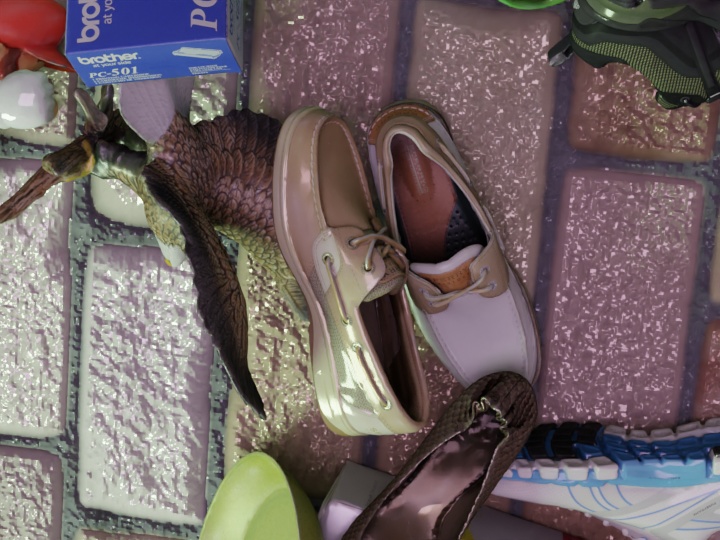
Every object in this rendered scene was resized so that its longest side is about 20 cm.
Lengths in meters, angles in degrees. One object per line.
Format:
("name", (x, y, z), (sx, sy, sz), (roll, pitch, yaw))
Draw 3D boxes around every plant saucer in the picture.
("plant saucer", (-0.064, 0.214, 1.061), (0.031, 0.200, 0.200), (10, 106, -22))

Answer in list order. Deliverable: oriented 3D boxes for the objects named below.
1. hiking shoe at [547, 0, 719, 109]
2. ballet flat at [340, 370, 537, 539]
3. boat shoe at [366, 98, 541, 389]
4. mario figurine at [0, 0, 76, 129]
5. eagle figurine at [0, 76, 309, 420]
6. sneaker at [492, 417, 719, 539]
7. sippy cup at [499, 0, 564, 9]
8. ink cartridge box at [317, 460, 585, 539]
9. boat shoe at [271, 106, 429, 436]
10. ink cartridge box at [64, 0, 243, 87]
("hiking shoe", (0.213, -0.138, 0.996), (0.199, 0.076, 0.101), (11, 146, -12))
("ballet flat", (0.041, 0.145, 1.016), (0.067, 0.046, 0.200), (36, 83, 7))
("boat shoe", (0.053, -0.005, 1.043), (0.075, 0.068, 0.200), (-24, 100, 10))
("mario figurine", (-0.236, -0.078, 1.044), (0.123, 0.106, 0.200), (31, 83, 29))
("eagle figurine", (-0.092, -0.029, 1.033), (0.200, 0.151, 0.152), (35, 91, 9))
("sneaker", (0.171, 0.143, 1.063), (0.199, 0.075, 0.087), (0, 109, 8))
("sippy cup", (0.083, -0.245, 0.958), (0.130, 0.178, 0.140), (-36, 61, 3))
("ink cartridge box", (0.057, 0.226, 1.090), (0.200, 0.083, 0.146), (18, 104, 3))
("boat shoe", (0.000, 0.000, 1.006), (0.065, 0.072, 0.201), (-5, 98, 39))
("ink cartridge box", (-0.116, -0.207, 0.979), (0.094, 0.044, 0.201), (-5, 69, 8))
